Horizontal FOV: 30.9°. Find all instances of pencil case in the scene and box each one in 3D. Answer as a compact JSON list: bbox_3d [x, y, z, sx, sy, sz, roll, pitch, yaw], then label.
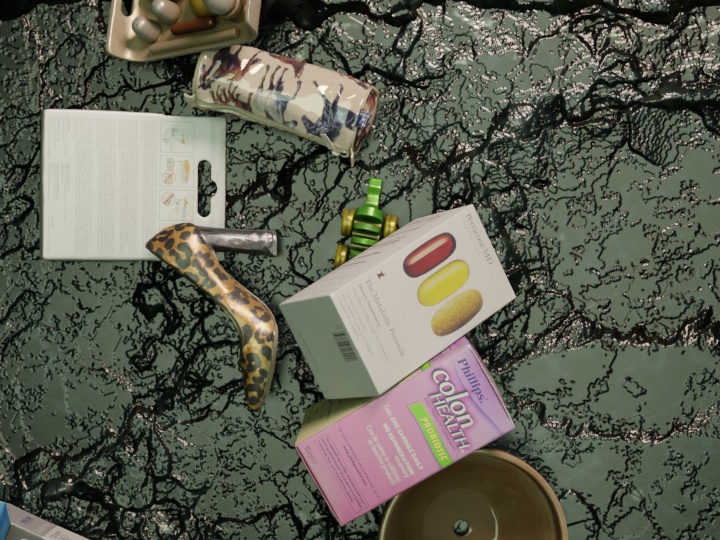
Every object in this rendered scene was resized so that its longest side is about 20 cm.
[{"bbox_3d":[-0.083,-0.183,1.387,0.198,0.078,0.090,17,58,2],"label":"pencil case"}]

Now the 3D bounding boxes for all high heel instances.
[{"bbox_3d":[-0.161,0.050,1.391,0.141,0.071,0.203,2,77,-14],"label":"high heel"}]

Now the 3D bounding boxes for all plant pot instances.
[{"bbox_3d":[0.114,0.282,1.379,0.198,0.093,0.204,0,92,-3],"label":"plant pot"}]

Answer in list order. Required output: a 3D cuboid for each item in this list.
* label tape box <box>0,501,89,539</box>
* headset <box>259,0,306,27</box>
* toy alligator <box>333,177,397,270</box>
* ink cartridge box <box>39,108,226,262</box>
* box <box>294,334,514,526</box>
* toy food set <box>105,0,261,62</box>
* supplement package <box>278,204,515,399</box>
[{"bbox_3d":[-0.371,0.350,1.432,0.198,0.066,0.145,23,93,1],"label":"label tape box"},{"bbox_3d":[-0.080,-0.329,1.401,0.198,0.094,0.125,-7,91,19],"label":"headset"},{"bbox_3d":[0.000,0.000,1.402,0.059,0.054,0.202,10,92,4],"label":"toy alligator"},{"bbox_3d":[-0.251,-0.090,1.431,0.198,0.057,0.165,1,92,-17],"label":"ink cartridge box"},{"bbox_3d":[0.044,0.152,1.341,0.199,0.176,0.097,-31,94,3],"label":"box"},{"bbox_3d":[-0.180,-0.304,1.353,0.198,0.060,0.145,-3,75,33],"label":"toy food set"},{"bbox_3d":[0.039,0.031,1.321,0.199,0.109,0.115,-33,101,-30],"label":"supplement package"}]
